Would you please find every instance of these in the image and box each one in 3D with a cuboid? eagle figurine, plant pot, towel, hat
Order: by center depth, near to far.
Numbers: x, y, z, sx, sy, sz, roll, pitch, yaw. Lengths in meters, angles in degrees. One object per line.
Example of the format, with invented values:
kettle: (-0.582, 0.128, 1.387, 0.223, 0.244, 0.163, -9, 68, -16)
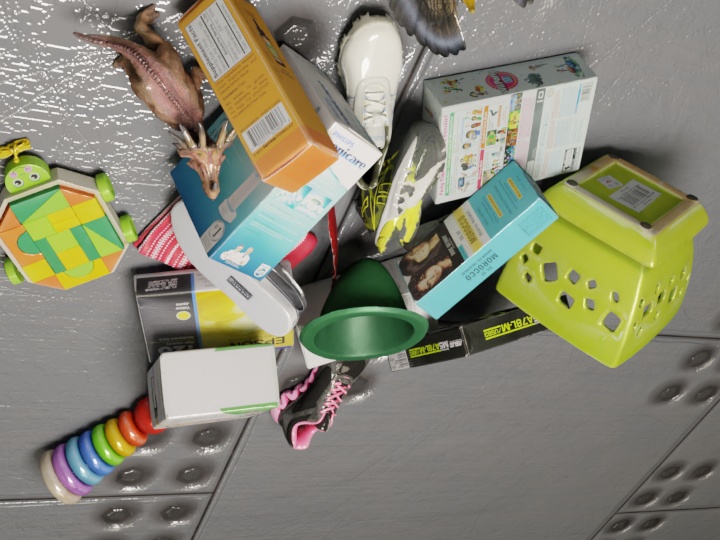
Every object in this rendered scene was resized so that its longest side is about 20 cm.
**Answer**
eagle figurine: (0.096, -0.316, 0.947, 0.150, 0.153, 0.200, 15, 177, 16)
towel: (-0.164, -0.033, 1.181, 0.144, 0.023, 0.199, -41, 135, 18)
hat: (0.000, 0.000, 1.218, 0.164, 0.178, 0.200, 2, 154, -17)
plant pot: (0.326, -0.028, 1.236, 0.199, 0.198, 0.183, -28, 142, -42)

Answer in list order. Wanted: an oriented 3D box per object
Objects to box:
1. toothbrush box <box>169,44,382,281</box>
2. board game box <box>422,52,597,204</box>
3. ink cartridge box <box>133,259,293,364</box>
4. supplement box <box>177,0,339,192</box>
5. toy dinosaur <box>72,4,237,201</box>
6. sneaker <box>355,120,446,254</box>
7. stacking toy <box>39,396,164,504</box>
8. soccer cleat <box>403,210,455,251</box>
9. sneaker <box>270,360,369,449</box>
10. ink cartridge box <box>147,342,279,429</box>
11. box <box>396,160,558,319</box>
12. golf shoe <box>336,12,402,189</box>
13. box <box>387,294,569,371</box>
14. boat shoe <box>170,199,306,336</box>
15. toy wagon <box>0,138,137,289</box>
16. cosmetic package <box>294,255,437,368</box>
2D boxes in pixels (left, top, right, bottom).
toothbrush box: (-0.095, -0.115, 1.016, 0.200, 0.147, 0.085, -46, 140, 16)
board game box: (0.176, -0.174, 1.153, 0.198, 0.065, 0.149, -13, 137, -13)
ink cartridge box: (-0.185, 0.071, 1.237, 0.195, 0.047, 0.201, -7, 140, -8)
supplement box: (-0.100, -0.178, 0.920, 0.068, 0.201, 0.066, -33, 162, 18)
toy dinosaur: (-0.187, -0.174, 0.938, 0.085, 0.136, 0.200, -34, 137, 14)
sneaker: (0.037, -0.107, 1.134, 0.074, 0.085, 0.201, -26, 151, -36)
stacking toy: (-0.355, 0.249, 1.352, 0.199, 0.086, 0.086, -32, 138, 4)
soccer cleat: (0.149, -0.065, 1.258, 0.198, 0.069, 0.078, -11, 124, -17)
sneaker: (-0.051, 0.192, 1.411, 0.079, 0.096, 0.200, 24, 119, -38)
ink cartridge box: (-0.199, 0.155, 1.243, 0.143, 0.085, 0.200, -4, 169, -18)
box: (0.141, -0.037, 1.166, 0.200, 0.083, 0.049, -41, 132, 16)
golf shoe: (0.016, -0.182, 1.050, 0.077, 0.098, 0.201, -7, 135, -15)
box: (0.163, 0.090, 1.328, 0.191, 0.048, 0.199, -11, 174, -32)
boat shoe: (-0.140, -0.015, 1.123, 0.200, 0.068, 0.072, 46, 130, -8)
toy wagon: (-0.348, -0.059, 1.059, 0.154, 0.040, 0.201, -21, 139, -3)
cosmetic package: (0.005, 0.054, 1.309, 0.198, 0.074, 0.102, -15, 138, -6)
